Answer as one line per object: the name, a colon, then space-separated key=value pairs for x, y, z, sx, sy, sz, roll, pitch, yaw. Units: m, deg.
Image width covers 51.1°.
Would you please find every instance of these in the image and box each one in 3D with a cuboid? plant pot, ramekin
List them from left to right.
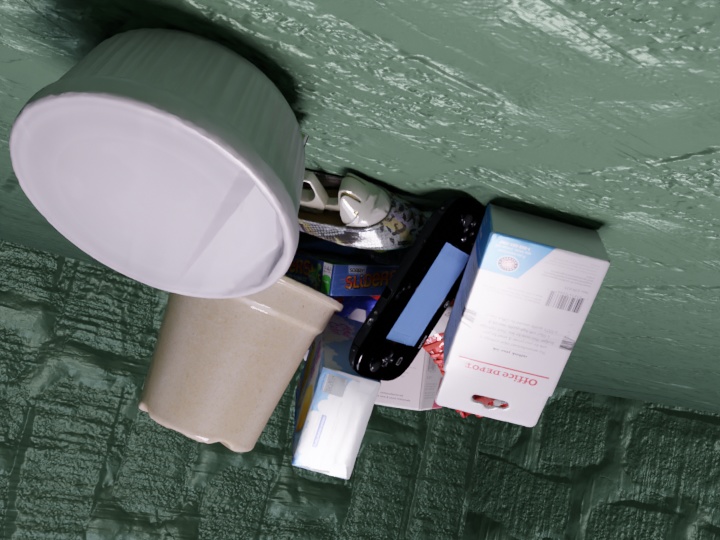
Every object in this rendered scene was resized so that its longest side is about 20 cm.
ramekin: x=-0.129 y=-0.075 z=0.533 sx=0.200 sy=0.095 sz=0.203 roll=11 pitch=144 yaw=8
plant pot: x=-0.143 y=0.086 z=0.816 sx=0.198 sy=0.185 sz=0.200 roll=21 pitch=174 yaw=2

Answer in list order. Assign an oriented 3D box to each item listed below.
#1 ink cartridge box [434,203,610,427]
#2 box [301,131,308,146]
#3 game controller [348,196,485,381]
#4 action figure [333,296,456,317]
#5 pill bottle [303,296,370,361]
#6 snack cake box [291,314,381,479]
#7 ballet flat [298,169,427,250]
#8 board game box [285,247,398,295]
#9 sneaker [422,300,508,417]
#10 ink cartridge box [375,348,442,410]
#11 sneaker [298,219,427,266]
ink cartridge box: x=0.150 y=0.048 z=0.745 sx=0.114 sy=0.202 sz=0.067 roll=14 pitch=-151 yaw=-3
box: x=-0.124 y=-0.080 z=0.665 sx=0.109 sy=0.035 sz=0.200 roll=23 pitch=154 yaw=-9
game controller: x=0.063 y=0.022 z=0.749 sx=0.104 sy=0.201 sz=0.042 roll=25 pitch=-170 yaw=-48
action figure: x=0.030 y=0.037 z=0.959 sx=0.197 sy=0.052 sz=0.065 roll=4 pitch=-168 yaw=13
pill bottle: x=-0.026 y=0.081 z=1.074 sx=0.118 sy=0.203 sz=0.120 roll=1 pitch=179 yaw=0
snack cake box: x=-0.030 y=0.135 z=0.868 sx=0.066 sy=0.116 sz=0.200 roll=16 pitch=-168 yaw=-7
ballet flat: x=-0.031 y=-0.067 z=0.740 sx=0.198 sy=0.073 sz=0.072 roll=11 pitch=171 yaw=8
board game box: x=0.000 y=0.000 z=0.879 sx=0.198 sy=0.035 sz=0.135 roll=2 pitch=-171 yaw=-44
sneaker: x=0.119 y=0.110 z=0.902 sx=0.067 sy=0.109 sz=0.201 roll=-23 pitch=144 yaw=32
ink cartridge box: x=0.075 y=0.088 z=1.054 sx=0.082 sy=0.203 sz=0.146 roll=5 pitch=173 yaw=20
sneaker: x=0.001 y=-0.047 z=0.842 sx=0.198 sy=0.067 sz=0.078 roll=10 pitch=-176 yaw=20
